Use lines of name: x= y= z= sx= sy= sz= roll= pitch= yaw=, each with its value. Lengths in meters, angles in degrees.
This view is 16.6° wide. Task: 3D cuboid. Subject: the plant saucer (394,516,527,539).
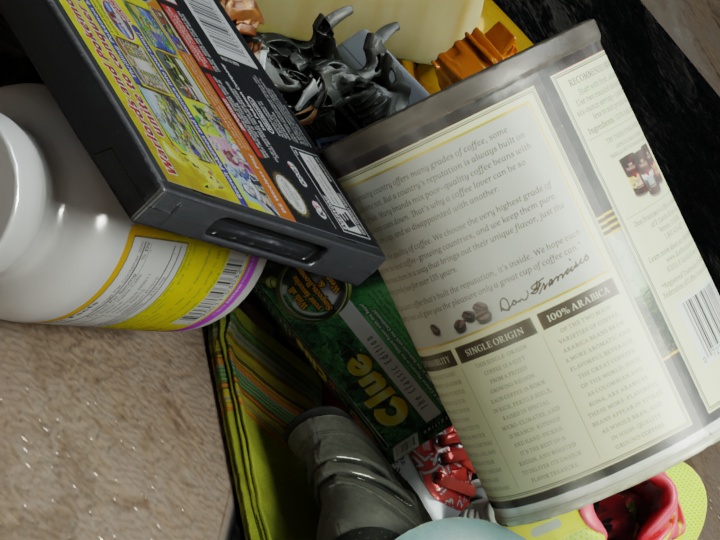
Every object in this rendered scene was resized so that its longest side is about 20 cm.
plant saucer: x=0.066 y=0.209 z=1.113 sx=0.201 sy=0.039 sz=0.202 roll=15 pitch=69 yaw=-43

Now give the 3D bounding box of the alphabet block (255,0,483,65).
alphabet block: x=-0.010 y=-0.260 z=1.444 sx=0.196 sy=0.201 sz=0.196 roll=11 pitch=30 yaw=-3

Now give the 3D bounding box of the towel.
towel: x=-0.032 y=0.106 z=1.228 sx=0.086 sy=0.018 sz=0.200 roll=37 pitch=26 yaw=-38

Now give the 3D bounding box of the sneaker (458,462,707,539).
sneaker: x=0.141 y=0.131 z=1.305 sx=0.200 sy=0.090 sz=0.078 roll=-11 pitch=75 yaw=-54

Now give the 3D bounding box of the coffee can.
coffee can: x=0.087 y=0.001 z=1.182 sx=0.200 sy=0.146 sz=0.146 roll=65 pitch=20 yaw=-2

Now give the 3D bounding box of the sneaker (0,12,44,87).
sneaker: x=-0.167 y=-0.101 z=1.199 sx=0.091 sy=0.066 sz=0.200 roll=61 pitch=18 yaw=-4

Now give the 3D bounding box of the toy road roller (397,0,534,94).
toy road roller: x=0.046 y=-0.083 z=1.521 sx=0.123 sy=0.146 sz=0.200 roll=41 pitch=24 yaw=-31

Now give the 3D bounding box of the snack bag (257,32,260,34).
snack bag: x=-0.105 y=-0.123 z=1.432 sx=0.188 sy=0.021 sz=0.200 roll=35 pitch=27 yaw=-41

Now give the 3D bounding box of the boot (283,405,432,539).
boot: x=0.037 y=0.158 z=1.214 sx=0.200 sy=0.068 sz=0.131 roll=53 pitch=12 yaw=-30

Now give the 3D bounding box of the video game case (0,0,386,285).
video game case: x=-0.089 y=-0.087 z=1.106 sx=0.181 sy=0.025 sz=0.200 roll=17 pitch=35 yaw=-58

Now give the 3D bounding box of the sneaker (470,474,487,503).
sneaker: x=0.084 y=0.128 z=1.370 sx=0.088 sy=0.074 sz=0.200 roll=27 pitch=36 yaw=-47

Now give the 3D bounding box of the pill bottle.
pill bottle: x=-0.127 y=-0.027 z=1.104 sx=0.104 sy=0.104 sz=0.200 roll=60 pitch=20 yaw=17

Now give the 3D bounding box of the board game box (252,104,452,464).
board game box: x=0.000 y=0.000 z=1.299 sx=0.200 sy=0.105 sz=0.023 roll=52 pitch=-17 yaw=28

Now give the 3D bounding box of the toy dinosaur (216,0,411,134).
toy dinosaur: x=-0.050 y=-0.088 z=1.250 sx=0.135 sy=0.200 sz=0.102 roll=-3 pitch=42 yaw=-33

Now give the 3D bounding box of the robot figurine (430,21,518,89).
robot figurine: x=0.110 y=-0.046 z=1.371 sx=0.145 sy=0.058 sz=0.200 roll=52 pitch=1 yaw=35

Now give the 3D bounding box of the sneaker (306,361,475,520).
sneaker: x=0.041 y=0.072 z=1.315 sx=0.067 sy=0.108 sz=0.202 roll=29 pitch=32 yaw=-49

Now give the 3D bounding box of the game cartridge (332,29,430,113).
game cartridge: x=0.055 y=-0.041 z=1.374 sx=0.200 sy=0.042 sz=0.133 roll=52 pitch=-5 yaw=-40
